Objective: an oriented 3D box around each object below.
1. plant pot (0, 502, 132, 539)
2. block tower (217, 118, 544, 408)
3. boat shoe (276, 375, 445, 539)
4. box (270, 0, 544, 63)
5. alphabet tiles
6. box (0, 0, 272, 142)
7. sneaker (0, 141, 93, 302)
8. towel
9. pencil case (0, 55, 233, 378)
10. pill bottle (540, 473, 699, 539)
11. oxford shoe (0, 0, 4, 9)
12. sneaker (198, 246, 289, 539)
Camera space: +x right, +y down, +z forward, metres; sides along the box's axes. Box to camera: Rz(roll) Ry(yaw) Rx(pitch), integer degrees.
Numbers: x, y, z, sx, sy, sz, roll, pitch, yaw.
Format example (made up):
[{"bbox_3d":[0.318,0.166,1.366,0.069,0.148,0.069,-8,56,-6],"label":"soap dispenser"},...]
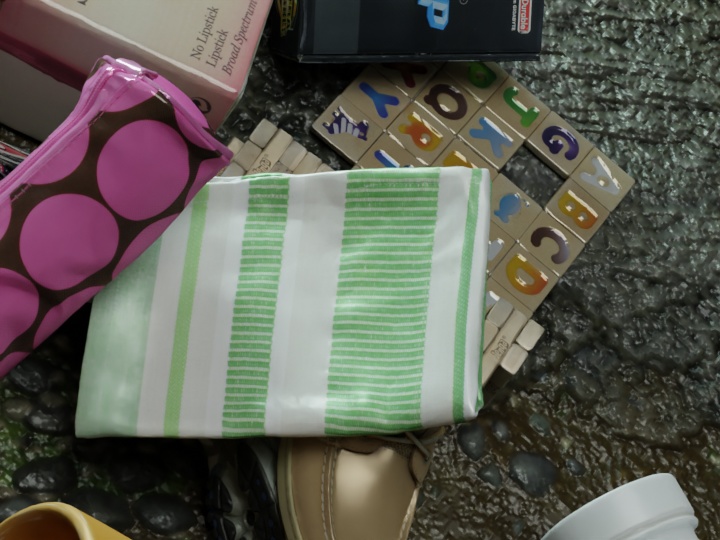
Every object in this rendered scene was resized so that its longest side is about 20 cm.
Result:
[{"bbox_3d":[-0.102,0.231,1.148,0.183,0.200,0.201,31,50,-25],"label":"plant pot"},{"bbox_3d":[0.000,0.000,1.414,0.200,0.058,0.054,36,60,1],"label":"block tower"},{"bbox_3d":[0.006,0.072,1.297,0.071,0.064,0.201,25,52,-32],"label":"boat shoe"},{"bbox_3d":[0.031,-0.221,1.500,0.158,0.046,0.201,-2,103,-24],"label":"box"},{"bbox_3d":[0.051,-0.048,1.507,0.167,0.008,0.200,40,50,1],"label":"alphabet tiles"},{"bbox_3d":[-0.155,-0.150,1.403,0.199,0.109,0.128,25,52,-11],"label":"box"},{"bbox_3d":[-0.196,-0.037,1.333,0.199,0.075,0.081,13,55,-20],"label":"sneaker"},{"bbox_3d":[-0.036,0.013,1.292,0.199,0.023,0.153,0,60,7],"label":"towel"},{"bbox_3d":[-0.159,-0.020,1.269,0.200,0.094,0.091,-45,40,-6],"label":"pencil case"},{"bbox_3d":[0.172,0.210,1.335,0.111,0.111,0.201,-15,68,-33],"label":"pill bottle"},{"bbox_3d":[-0.272,-0.124,1.298,0.199,0.075,0.071,-4,42,-7],"label":"oxford shoe"},{"bbox_3d":[-0.049,0.067,1.352,0.085,0.077,0.201,-3,68,-39],"label":"sneaker"}]
